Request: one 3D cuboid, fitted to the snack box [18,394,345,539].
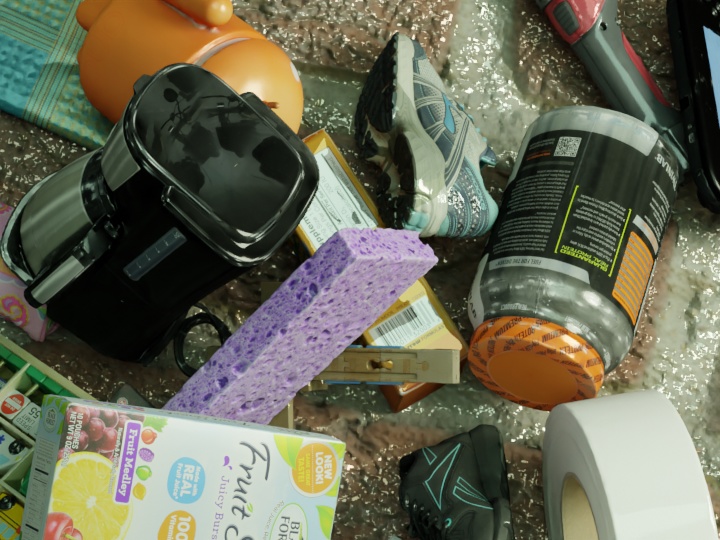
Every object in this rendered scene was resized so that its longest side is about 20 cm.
[{"bbox_3d":[-0.118,0.165,1.488,0.199,0.053,0.143,11,90,-26],"label":"snack box"}]

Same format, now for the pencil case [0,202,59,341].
[{"bbox_3d":[-0.298,-0.020,1.628,0.199,0.087,0.088,21,72,1],"label":"pencil case"}]

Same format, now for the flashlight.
[{"bbox_3d":[0.202,-0.157,1.737,0.068,0.068,0.201,-34,83,4],"label":"flashlight"}]

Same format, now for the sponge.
[{"bbox_3d":[-0.045,0.046,1.552,0.200,0.111,0.030,-44,70,21],"label":"sponge"}]

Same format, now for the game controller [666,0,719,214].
[{"bbox_3d":[0.276,-0.123,1.709,0.104,0.042,0.201,18,55,-34],"label":"game controller"}]

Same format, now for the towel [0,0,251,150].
[{"bbox_3d":[-0.198,-0.164,1.713,0.199,0.022,0.147,25,73,-1],"label":"towel"}]

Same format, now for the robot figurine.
[{"bbox_3d":[-0.120,-0.133,1.627,0.200,0.116,0.144,37,102,33],"label":"robot figurine"}]

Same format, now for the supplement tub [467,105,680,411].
[{"bbox_3d":[0.150,-0.008,1.637,0.122,0.123,0.201,22,60,0],"label":"supplement tub"}]

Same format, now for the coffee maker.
[{"bbox_3d":[-0.116,-0.028,1.537,0.191,0.200,0.135,24,58,-25],"label":"coffee maker"}]

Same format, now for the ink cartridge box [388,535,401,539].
[{"bbox_3d":[0.033,0.283,1.497,0.145,0.200,0.145,34,95,4],"label":"ink cartridge box"}]

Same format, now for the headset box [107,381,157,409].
[{"bbox_3d":[-0.140,0.202,1.581,0.200,0.075,0.149,42,73,7],"label":"headset box"}]

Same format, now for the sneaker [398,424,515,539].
[{"bbox_3d":[0.068,0.177,1.575,0.079,0.200,0.076,-6,113,1],"label":"sneaker"}]

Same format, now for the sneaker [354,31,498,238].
[{"bbox_3d":[0.051,-0.093,1.679,0.086,0.078,0.201,13,43,-22],"label":"sneaker"}]

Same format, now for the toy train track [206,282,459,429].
[{"bbox_3d":[-0.017,0.066,1.618,0.199,0.032,0.116,0,90,29],"label":"toy train track"}]

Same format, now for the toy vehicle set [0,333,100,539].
[{"bbox_3d":[-0.243,0.122,1.560,0.200,0.027,0.124,28,67,41],"label":"toy vehicle set"}]

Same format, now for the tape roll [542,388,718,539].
[{"bbox_3d":[0.183,0.186,1.558,0.070,0.203,0.204,-8,74,-10],"label":"tape roll"}]

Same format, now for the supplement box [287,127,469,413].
[{"bbox_3d":[0.000,0.000,1.663,0.069,0.067,0.201,-29,78,-11],"label":"supplement box"}]
